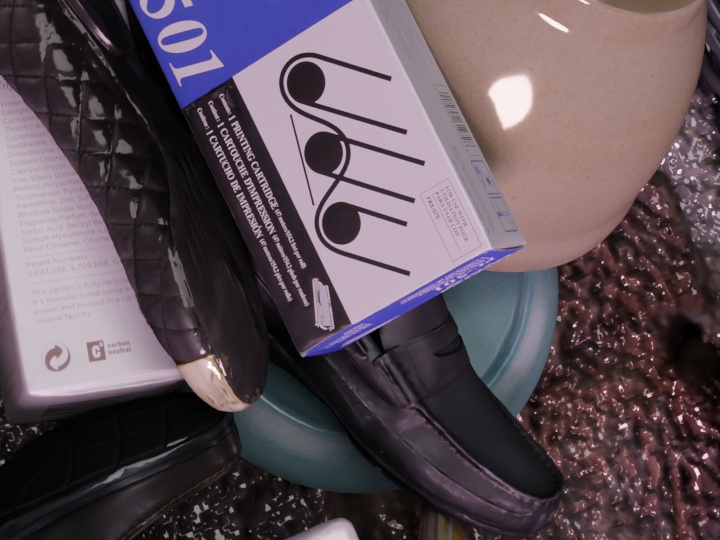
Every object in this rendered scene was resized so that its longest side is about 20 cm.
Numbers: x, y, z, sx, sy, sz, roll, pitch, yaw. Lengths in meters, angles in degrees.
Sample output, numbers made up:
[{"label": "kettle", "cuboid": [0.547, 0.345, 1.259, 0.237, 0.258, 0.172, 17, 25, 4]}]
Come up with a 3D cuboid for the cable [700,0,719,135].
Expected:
[{"label": "cable", "cuboid": [0.237, -0.130, 0.978, 0.163, 0.051, 0.201, -16, 85, -12]}]

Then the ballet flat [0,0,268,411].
[{"label": "ballet flat", "cuboid": [-0.093, -0.033, 0.771, 0.057, 0.066, 0.200, -29, 86, 19]}]

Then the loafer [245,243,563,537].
[{"label": "loafer", "cuboid": [0.013, 0.033, 0.835, 0.200, 0.068, 0.070, 42, 116, -1]}]

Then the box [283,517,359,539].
[{"label": "box", "cuboid": [-0.062, 0.230, 0.755, 0.199, 0.171, 0.200, -25, 86, -17]}]

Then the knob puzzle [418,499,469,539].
[{"label": "knob puzzle", "cuboid": [0.082, 0.197, 0.791, 0.030, 0.220, 0.220, -27, 86, 7]}]

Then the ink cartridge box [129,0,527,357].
[{"label": "ink cartridge box", "cuboid": [-0.022, -0.076, 0.780, 0.094, 0.044, 0.200, -29, 81, 22]}]

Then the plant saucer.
[{"label": "plant saucer", "cuboid": [0.000, 0.000, 0.897, 0.199, 0.027, 0.201, 3, 77, -13]}]

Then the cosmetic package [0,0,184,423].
[{"label": "cosmetic package", "cuboid": [-0.129, -0.041, 0.834, 0.074, 0.102, 0.201, -7, 82, -16]}]

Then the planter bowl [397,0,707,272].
[{"label": "planter bowl", "cuboid": [0.070, -0.119, 0.848, 0.200, 0.135, 0.201, 16, 53, -21]}]

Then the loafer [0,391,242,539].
[{"label": "loafer", "cuboid": [-0.132, 0.117, 0.806, 0.200, 0.073, 0.072, -28, 109, 5]}]
